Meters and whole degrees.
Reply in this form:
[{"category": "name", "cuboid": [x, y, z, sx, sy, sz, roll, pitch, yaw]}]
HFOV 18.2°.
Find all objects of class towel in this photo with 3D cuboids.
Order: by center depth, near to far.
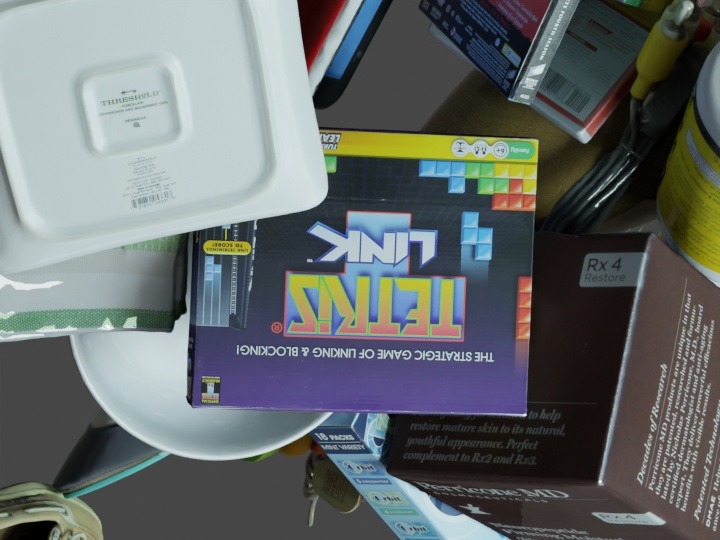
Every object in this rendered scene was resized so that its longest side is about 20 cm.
[{"category": "towel", "cuboid": [-0.165, -0.046, 1.262, 0.149, 0.031, 0.200, -5, 126, -17]}]

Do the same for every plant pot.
[{"category": "plant pot", "cuboid": [0.137, -0.091, 1.531, 0.200, 0.186, 0.187, -31, 143, -10]}]

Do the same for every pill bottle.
[{"category": "pill bottle", "cuboid": [0.246, -0.058, 1.405, 0.111, 0.111, 0.200, -36, 159, -22]}]

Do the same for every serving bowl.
[{"category": "serving bowl", "cuboid": [-0.088, 0.012, 1.388, 0.200, 0.066, 0.201, -4, 104, -17]}]

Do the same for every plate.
[{"category": "plate", "cuboid": [-0.123, -0.093, 1.207, 0.199, 0.032, 0.200, -13, 124, -6]}]

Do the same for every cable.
[{"category": "cable", "cuboid": [0.177, -0.098, 1.432, 0.097, 0.050, 0.200, -19, 150, -56]}]

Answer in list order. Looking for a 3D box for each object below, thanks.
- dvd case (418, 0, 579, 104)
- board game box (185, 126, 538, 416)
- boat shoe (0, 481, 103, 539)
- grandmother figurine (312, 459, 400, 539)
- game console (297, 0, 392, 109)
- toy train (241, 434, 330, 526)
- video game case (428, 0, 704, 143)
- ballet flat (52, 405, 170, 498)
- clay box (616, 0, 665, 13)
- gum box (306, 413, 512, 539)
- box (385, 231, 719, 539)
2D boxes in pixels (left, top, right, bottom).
[{"category": "dvd case", "cuboid": [0.109, -0.221, 1.386, 0.022, 0.146, 0.200, 11, 114, -30]}, {"category": "board game box", "cuboid": [0.000, 0.000, 1.320, 0.200, 0.057, 0.166, 1, 90, -8]}, {"category": "boat shoe", "cuboid": [-0.227, 0.176, 1.425, 0.200, 0.063, 0.073, 15, 109, -55]}, {"category": "grandmother figurine", "cuboid": [0.052, 0.133, 1.568, 0.200, 0.061, 0.121, 0, 115, -49]}, {"category": "game console", "cuboid": [0.012, -0.177, 1.330, 0.119, 0.172, 0.200, 23, 101, -29]}, {"category": "toy train", "cuboid": [-0.044, 0.112, 1.568, 0.116, 0.085, 0.200, -10, 128, -44]}, {"category": "video game case", "cuboid": [0.156, -0.196, 1.463, 0.200, 0.143, 0.017, -50, 149, -2]}, {"category": "ballet flat", "cuboid": [-0.114, 0.082, 1.460, 0.200, 0.073, 0.073, -21, 143, 1]}, {"category": "clay box", "cuboid": [0.166, -0.273, 1.404, 0.048, 0.115, 0.200, 6, 104, -48]}, {"category": "gum box", "cuboid": [0.058, 0.095, 1.501, 0.200, 0.044, 0.170, 52, 49, -35]}, {"category": "box", "cuboid": [0.151, 0.087, 1.448, 0.200, 0.166, 0.165, 32, 65, -46]}]
